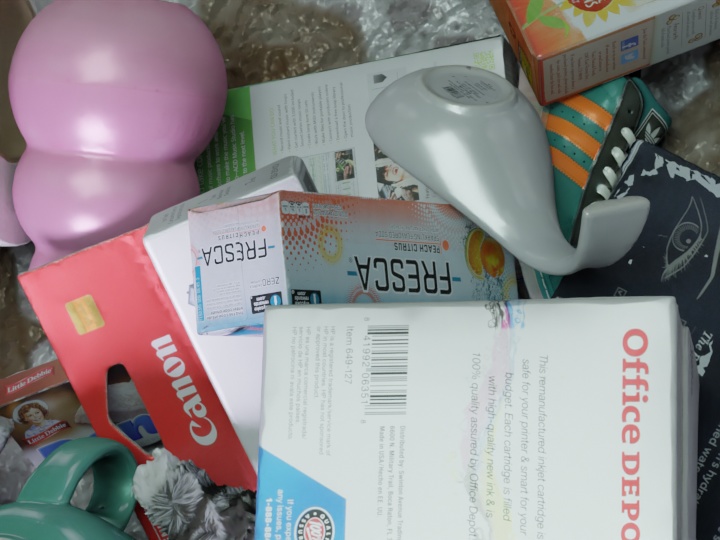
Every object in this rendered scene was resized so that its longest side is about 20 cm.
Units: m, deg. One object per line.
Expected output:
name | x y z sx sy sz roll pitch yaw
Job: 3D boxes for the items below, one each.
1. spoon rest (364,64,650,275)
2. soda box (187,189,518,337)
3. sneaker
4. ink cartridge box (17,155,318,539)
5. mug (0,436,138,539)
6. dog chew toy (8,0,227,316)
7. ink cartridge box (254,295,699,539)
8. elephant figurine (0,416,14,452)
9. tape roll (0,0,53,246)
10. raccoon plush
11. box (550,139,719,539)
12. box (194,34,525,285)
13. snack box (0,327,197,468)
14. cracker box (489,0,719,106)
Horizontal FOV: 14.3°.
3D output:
spoon rest | 0.076 -0.052 1.509 0.099 0.061 0.200 -10 32 -28
soda box | 0.000 0.000 1.490 0.064 0.200 0.068 -11 81 38
sneaker | 0.130 -0.066 1.588 0.080 0.071 0.200 -4 66 18
ink cartridge box | -0.072 0.061 1.574 0.176 0.045 0.200 -23 105 10
mug | -0.179 0.188 1.543 0.152 0.114 0.185 -29 59 12
dog chew toy | -0.143 -0.056 1.628 0.124 0.125 0.200 7 93 19
ink cartridge box | 0.061 0.102 1.386 0.200 0.145 0.147 0 74 11
elephant figurine | -0.296 0.094 1.649 0.155 0.142 0.200 -7 38 -17
tape roll | -0.231 -0.114 1.652 0.071 0.202 0.203 -1 73 18
raccoon plush | -0.011 0.151 1.550 0.200 0.134 0.097 39 94 33
box | 0.193 0.070 1.506 0.200 0.117 0.197 28 83 24
box | -0.002 -0.047 1.650 0.200 0.036 0.144 -9 71 13
snack box | -0.105 0.059 1.627 0.200 0.072 0.024 -20 44 11
cracker box | 0.164 -0.190 1.582 0.200 0.058 0.134 -21 63 -5
